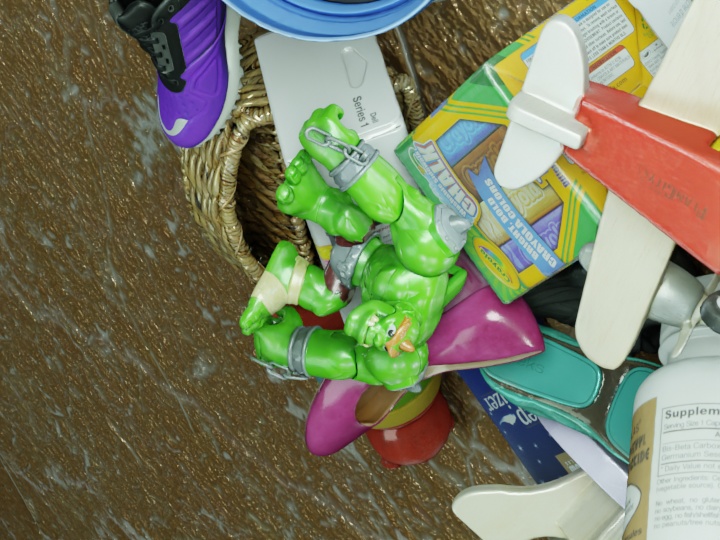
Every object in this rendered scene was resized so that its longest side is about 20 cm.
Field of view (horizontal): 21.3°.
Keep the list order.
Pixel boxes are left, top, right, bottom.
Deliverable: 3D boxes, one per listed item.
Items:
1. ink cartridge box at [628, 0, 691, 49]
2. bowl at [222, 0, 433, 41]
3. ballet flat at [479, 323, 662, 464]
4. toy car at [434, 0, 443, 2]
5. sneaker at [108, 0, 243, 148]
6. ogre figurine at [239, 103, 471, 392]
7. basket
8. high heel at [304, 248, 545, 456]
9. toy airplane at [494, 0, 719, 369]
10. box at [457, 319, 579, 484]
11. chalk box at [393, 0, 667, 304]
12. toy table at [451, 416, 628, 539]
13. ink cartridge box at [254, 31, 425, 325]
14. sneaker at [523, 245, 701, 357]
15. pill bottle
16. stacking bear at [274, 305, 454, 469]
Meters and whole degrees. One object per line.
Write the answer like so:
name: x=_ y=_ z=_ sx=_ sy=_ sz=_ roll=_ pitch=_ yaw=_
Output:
ink cartridge box: x=0.153 y=-0.234 z=0.994 sx=0.200 sy=0.047 sz=0.198 roll=49 pitch=154 yaw=9
bowl: x=-0.018 y=-0.226 z=1.035 sx=0.199 sy=0.039 sz=0.203 roll=9 pitch=111 yaw=25
ballet flat: x=0.171 y=0.086 z=1.261 sx=0.199 sy=0.068 sz=0.070 roll=26 pitch=-176 yaw=28
toy car: x=-0.021 y=-0.242 z=1.186 sx=0.199 sy=0.174 sz=0.152 roll=-14 pitch=68 yaw=49
sneaker: x=-0.131 y=-0.171 z=1.316 sx=0.070 sy=0.099 sz=0.201 roll=43 pitch=134 yaw=35
ogre figurine: x=0.000 y=0.000 z=1.192 sx=0.119 sy=0.098 sz=0.202 roll=23 pitch=111 yaw=10
basket: x=-0.040 y=-0.065 z=1.438 sx=0.149 sy=0.142 sz=0.201 roll=34 pitch=148 yaw=36
high heel: x=0.037 y=0.079 z=1.270 sx=0.096 sy=0.067 sz=0.201 roll=51 pitch=125 yaw=23
toy airplane: x=0.171 y=-0.058 z=0.994 sx=0.199 sy=0.140 sz=0.201 roll=-19 pitch=90 yaw=46
box: x=0.137 y=0.101 z=1.468 sx=0.201 sy=0.032 sz=0.121 roll=53 pitch=156 yaw=0
chalk box: x=0.115 y=-0.073 z=1.171 sx=0.124 sy=0.124 sz=0.200 roll=54 pitch=155 yaw=0
toy table: x=0.170 y=0.189 z=1.342 sx=0.200 sy=0.117 sz=0.184 roll=44 pitch=-169 yaw=11
ink cartridge box: x=0.001 y=-0.058 z=1.313 sx=0.145 sy=0.083 sz=0.201 roll=-106 pitch=-2 yaw=-47
sneaker: x=0.160 y=0.019 z=1.277 sx=0.091 sy=0.076 sz=0.200 roll=49 pitch=161 yaw=-12
pill bottle: x=0.214 y=0.111 z=1.123 sx=0.113 sy=0.202 sz=0.115 roll=7 pitch=154 yaw=4
stacking bear: x=0.018 y=0.082 z=1.579 sx=0.114 sy=0.121 sz=0.201 roll=38 pitch=161 yaw=46
